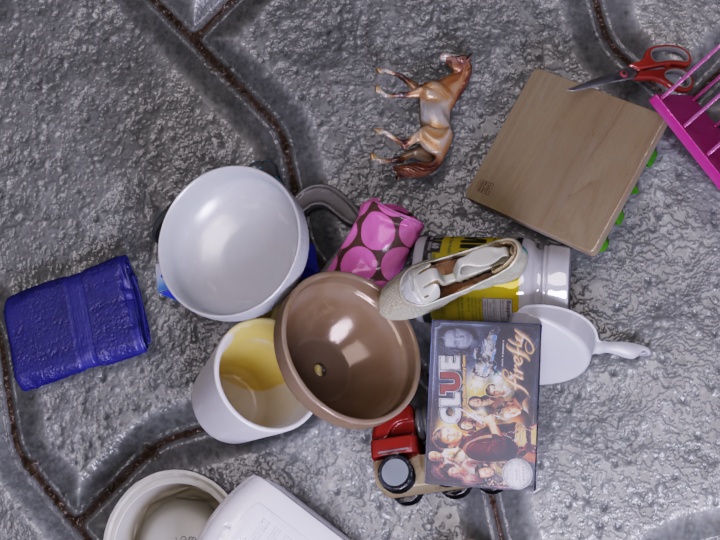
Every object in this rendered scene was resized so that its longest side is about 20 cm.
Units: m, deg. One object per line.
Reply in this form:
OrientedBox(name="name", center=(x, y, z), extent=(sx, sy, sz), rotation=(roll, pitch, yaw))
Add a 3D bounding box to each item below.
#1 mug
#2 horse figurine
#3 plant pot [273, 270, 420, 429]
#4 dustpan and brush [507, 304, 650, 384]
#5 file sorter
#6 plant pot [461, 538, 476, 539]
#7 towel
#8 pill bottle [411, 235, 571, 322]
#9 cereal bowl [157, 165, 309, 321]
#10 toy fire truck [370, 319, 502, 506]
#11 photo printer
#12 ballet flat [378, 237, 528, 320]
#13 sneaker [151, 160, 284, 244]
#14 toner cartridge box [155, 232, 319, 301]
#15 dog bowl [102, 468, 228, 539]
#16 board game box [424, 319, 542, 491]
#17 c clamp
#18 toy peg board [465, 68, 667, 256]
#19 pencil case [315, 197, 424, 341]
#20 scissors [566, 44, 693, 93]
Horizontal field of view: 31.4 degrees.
OrientedBox(name="mug", center=(-0.136, 0.147, 1.677), extent=(0.186, 0.153, 0.150), rotation=(-38, 90, -35))
OrientedBox(name="horse figurine", center=(0.083, -0.206, 1.746), extent=(0.132, 0.050, 0.201), rotation=(5, 71, -5))
OrientedBox(name="plant pot", center=(-0.031, 0.109, 1.601), extent=(0.200, 0.093, 0.202), rotation=(15, 59, -26))
OrientedBox(name="dustpan and brush", center=(0.274, 0.099, 1.634), extent=(0.199, 0.140, 0.057), rotation=(14, 45, -1))
OrientedBox(name="file sorter", center=(0.488, -0.176, 1.597), extent=(0.125, 0.139, 0.200), rotation=(-43, 72, 29))
OrientedBox(name="plant pot", center=(0.129, 0.465, 1.557), extent=(0.186, 0.186, 0.200), rotation=(42, 103, 16))
OrientedBox(name="towel", center=(-0.397, 0.077, 1.799), extent=(0.199, 0.050, 0.148), rotation=(-18, 69, 8))
OrientedBox(name="pill bottle", center=(0.171, 0.014, 1.658), extent=(0.199, 0.114, 0.115), rotation=(1, 79, 11))
OrientedBox(name="cereal bowl", center=(-0.152, -0.028, 1.628), extent=(0.199, 0.083, 0.201), rotation=(-6, 73, 20))
OrientedBox(name="toy fire truck", center=(0.098, 0.183, 1.646), extent=(0.175, 0.129, 0.201), rotation=(-10, 66, 10))
OrientedBox(name="photo printer", center=(-0.111, 0.368, 1.614), extent=(0.200, 0.069, 0.167), rotation=(39, 75, -17))
OrientedBox(name="ballet flat", center=(0.109, 0.003, 1.580), extent=(0.199, 0.062, 0.068), rotation=(-22, 68, 4))
OrientedBox(name="sneaker", center=(-0.194, -0.077, 1.770), extent=(0.199, 0.073, 0.082), rotation=(-27, 73, 5))
OrientedBox(name="toner cartridge box", center=(-0.166, -0.002, 1.724), extent=(0.199, 0.095, 0.043), rotation=(-14, 71, 17))
OrientedBox(name="dog bowl", center=(-0.236, 0.365, 1.693), extent=(0.199, 0.074, 0.201), rotation=(-2, 78, 11))
OrientedBox(name="board game box", center=(0.150, 0.163, 1.559), extent=(0.135, 0.035, 0.201), rotation=(1, 85, 12))
OrientedBox(name="c clamp", center=(-0.052, -0.030, 1.756), extent=(0.200, 0.027, 0.171), rotation=(-45, 73, 1))
OrientedBox(name="toy peg board", center=(0.279, -0.131, 1.688), extent=(0.199, 0.098, 0.201), rotation=(26, 84, 31))
OrientedBox(name="pencil case", center=(0.000, 0.000, 1.693), extent=(0.093, 0.091, 0.201), rotation=(32, 95, 12))
OrientedBox(name="scissors", center=(0.351, -0.263, 1.678), extent=(0.199, 0.014, 0.074), rotation=(-4, 68, -18))
